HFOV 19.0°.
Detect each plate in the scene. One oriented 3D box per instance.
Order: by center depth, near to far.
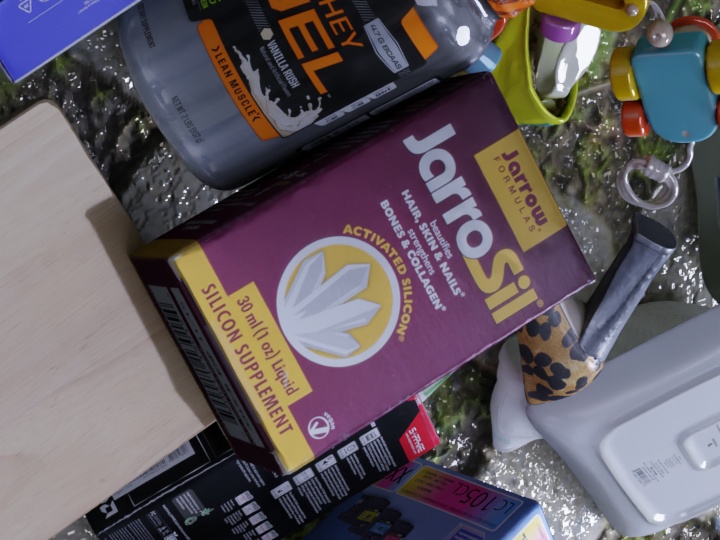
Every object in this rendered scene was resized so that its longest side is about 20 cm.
[{"bbox_3d":[0.227,0.096,1.368,0.199,0.032,0.200,-27,142,10],"label":"plate"}]

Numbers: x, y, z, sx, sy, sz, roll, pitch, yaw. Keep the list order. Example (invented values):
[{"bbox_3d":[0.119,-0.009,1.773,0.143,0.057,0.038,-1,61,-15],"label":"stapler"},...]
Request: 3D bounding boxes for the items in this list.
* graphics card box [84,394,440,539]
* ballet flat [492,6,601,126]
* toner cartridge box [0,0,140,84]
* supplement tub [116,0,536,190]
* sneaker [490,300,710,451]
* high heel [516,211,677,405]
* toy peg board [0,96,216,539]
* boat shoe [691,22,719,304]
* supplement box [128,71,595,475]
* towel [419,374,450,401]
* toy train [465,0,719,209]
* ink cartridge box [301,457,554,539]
[{"bbox_3d":[-0.059,0.110,1.250,0.199,0.051,0.126,-32,149,-4],"label":"graphics card box"},{"bbox_3d":[0.121,-0.178,1.249,0.067,0.067,0.201,-1,111,-33],"label":"ballet flat"},{"bbox_3d":[-0.119,-0.180,1.106,0.200,0.095,0.043,-35,122,-9],"label":"toner cartridge box"},{"bbox_3d":[-0.017,-0.136,1.126,0.199,0.123,0.123,-28,124,13],"label":"supplement tub"},{"bbox_3d":[0.172,0.077,1.396,0.199,0.075,0.089,-4,127,-21],"label":"sneaker"},{"bbox_3d":[0.068,-0.006,1.266,0.199,0.071,0.143,28,120,-3],"label":"high heel"},{"bbox_3d":[-0.207,0.039,1.172,0.200,0.098,0.200,-35,108,-12],"label":"toy peg board"},{"bbox_3d":[0.256,-0.073,1.375,0.071,0.070,0.202,-25,121,-39],"label":"boat shoe"},{"bbox_3d":[0.000,0.000,1.131,0.199,0.103,0.131,-32,100,-15],"label":"supplement box"},{"bbox_3d":[0.024,0.014,1.309,0.200,0.023,0.153,-42,125,-6],"label":"towel"},{"bbox_3d":[0.124,-0.128,1.208,0.200,0.056,0.150,34,137,-12],"label":"toy train"},{"bbox_3d":[0.010,0.211,1.288,0.200,0.136,0.077,-43,124,-26],"label":"ink cartridge box"}]
